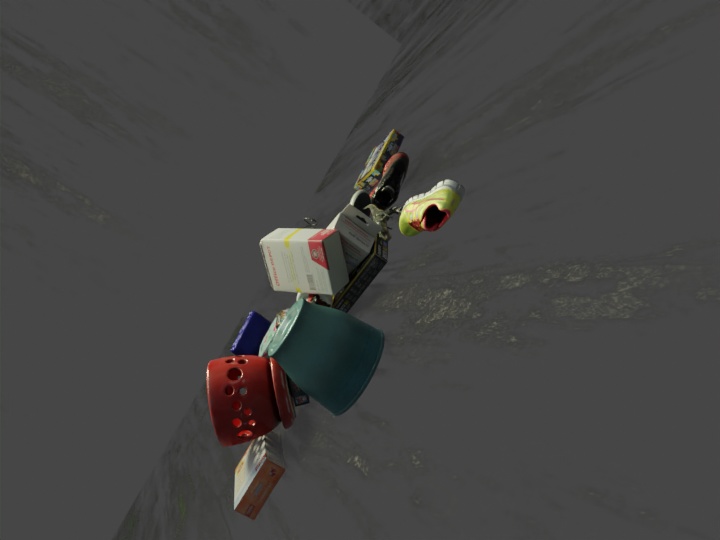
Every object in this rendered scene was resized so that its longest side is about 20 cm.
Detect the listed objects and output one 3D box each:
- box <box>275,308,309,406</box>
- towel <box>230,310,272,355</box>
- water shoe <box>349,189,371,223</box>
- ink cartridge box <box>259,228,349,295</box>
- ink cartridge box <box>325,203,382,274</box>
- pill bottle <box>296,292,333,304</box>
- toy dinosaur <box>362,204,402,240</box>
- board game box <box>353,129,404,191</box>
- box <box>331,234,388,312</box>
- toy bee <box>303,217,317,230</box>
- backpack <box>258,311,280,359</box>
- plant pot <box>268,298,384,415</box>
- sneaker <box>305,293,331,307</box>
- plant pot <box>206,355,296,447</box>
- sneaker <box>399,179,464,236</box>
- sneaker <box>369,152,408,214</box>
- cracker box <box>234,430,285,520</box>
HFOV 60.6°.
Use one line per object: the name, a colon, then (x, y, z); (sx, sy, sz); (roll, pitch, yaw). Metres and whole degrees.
box: (-0.163, 0.206, 1.487); (0.037, 0.204, 0.137); (-13, 10, -3)
towel: (-0.271, 0.229, 1.770); (0.049, 0.200, 0.149); (-24, 32, 44)
water shoe: (-0.020, -0.145, 1.799); (0.079, 0.070, 0.204); (44, 133, 52)
ink cartridge box: (-0.141, -0.025, 1.551); (0.197, 0.148, 0.083); (4, 27, 32)
ink cartridge box: (-0.044, -0.064, 1.581); (0.200, 0.116, 0.068); (-46, 15, 42)
pill bottle: (-0.110, 0.035, 1.794); (0.120, 0.119, 0.201); (-48, 16, 32)
toy dinosaur: (0.066, -0.149, 1.660); (0.087, 0.048, 0.201); (-17, 31, -6)
board game box: (0.068, -0.391, 2.235); (0.165, 0.056, 0.202); (-31, 29, 58)
box: (0.000, 0.000, 1.636); (0.201, 0.049, 0.160); (-52, 13, 25)
toy bee: (-0.077, -0.057, 1.741); (0.131, 0.196, 0.111); (69, -143, -68)
backpack: (-0.182, 0.194, 1.666); (0.201, 0.150, 0.178); (-51, 13, 7)
plant pot: (-0.080, 0.162, 1.269); (0.201, 0.186, 0.201); (-51, 15, 20)
sneaker: (-0.125, 0.110, 1.563); (0.098, 0.071, 0.200); (-50, 5, 3)
plant pot: (-0.253, 0.292, 1.445); (0.179, 0.204, 0.201); (-13, 15, -5)
sneaker: (0.141, -0.117, 1.335); (0.200, 0.077, 0.091); (-39, 25, 52)
sneaker: (0.090, -0.253, 1.793); (0.203, 0.070, 0.098); (-61, 13, -2)
cracker box: (-0.236, 0.464, 1.433); (0.135, 0.057, 0.200); (-58, 13, 1)
